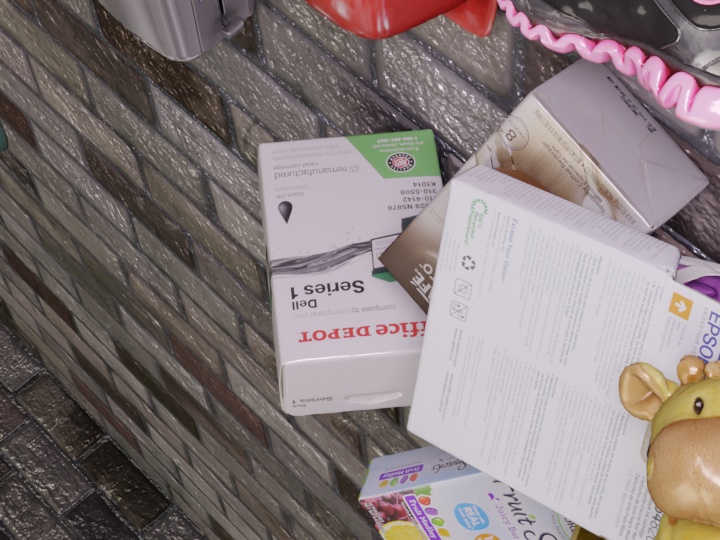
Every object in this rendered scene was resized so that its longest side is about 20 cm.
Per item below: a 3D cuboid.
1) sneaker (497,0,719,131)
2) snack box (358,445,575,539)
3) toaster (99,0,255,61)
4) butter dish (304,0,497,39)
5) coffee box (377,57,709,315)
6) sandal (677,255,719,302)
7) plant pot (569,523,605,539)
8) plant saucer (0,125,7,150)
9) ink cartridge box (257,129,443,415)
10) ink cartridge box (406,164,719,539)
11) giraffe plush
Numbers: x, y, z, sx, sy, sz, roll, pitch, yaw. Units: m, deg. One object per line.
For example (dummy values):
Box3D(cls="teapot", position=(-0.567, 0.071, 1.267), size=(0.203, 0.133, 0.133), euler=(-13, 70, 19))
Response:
Box3D(cls="sneaker", position=(0.155, -0.156, 0.834), size=(0.200, 0.079, 0.096), euler=(34, 133, 37))
Box3D(cls="snack box", position=(0.117, 0.198, 1.215), size=(0.199, 0.053, 0.143), euler=(-16, 121, 29))
Box3D(cls="toaster", position=(-0.172, -0.267, 1.261), size=(0.200, 0.114, 0.129), euler=(39, 159, 26))
Box3D(cls="butter dish", position=(-0.016, -0.226, 0.941), size=(0.199, 0.148, 0.200), euler=(43, 158, 18))
Box3D(cls="coffee box", position=(0.115, -0.032, 1.000), size=(0.115, 0.080, 0.200), euler=(49, 138, 7))
Box3D(cls="sandal", position=(0.213, 0.032, 0.977), size=(0.202, 0.050, 0.083), euler=(-1, 95, 47))
Box3D(cls="plant pot", position=(0.260, 0.248, 1.076), size=(0.199, 0.201, 0.176), euler=(15, 162, 30))
Box3D(cls="plant saucer", position=(-0.626, -0.261, 2.365), size=(0.200, 0.036, 0.200), euler=(44, 159, 21))
Box3D(cls="ink cartridge box", position=(0.000, 0.000, 1.175), size=(0.085, 0.145, 0.201), euler=(92, 171, -59))
Box3D(cls="ink cartridge box", position=(0.130, 0.059, 0.944), size=(0.199, 0.041, 0.201), euler=(28, 126, 27))
Box3D(cls="giraffe plush", position=(0.201, 0.134, 0.817), size=(0.200, 0.171, 0.163), euler=(-87, -6, -77))
